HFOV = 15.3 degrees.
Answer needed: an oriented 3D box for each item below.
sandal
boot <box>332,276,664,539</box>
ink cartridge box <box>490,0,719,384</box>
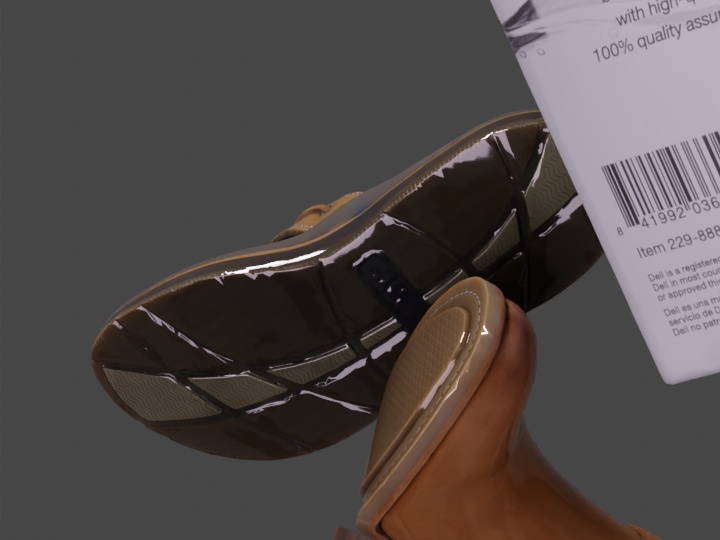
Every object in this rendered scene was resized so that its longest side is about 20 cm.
[{"bbox_3d":[0.000,0.000,0.909,0.199,0.055,0.082,-33,111,22],"label":"sandal"},{"bbox_3d":[0.071,0.096,0.878,0.154,0.077,0.201,18,129,-1],"label":"boot"},{"bbox_3d":[0.122,-0.086,0.775,0.145,0.084,0.201,-16,106,34],"label":"ink cartridge box"}]
